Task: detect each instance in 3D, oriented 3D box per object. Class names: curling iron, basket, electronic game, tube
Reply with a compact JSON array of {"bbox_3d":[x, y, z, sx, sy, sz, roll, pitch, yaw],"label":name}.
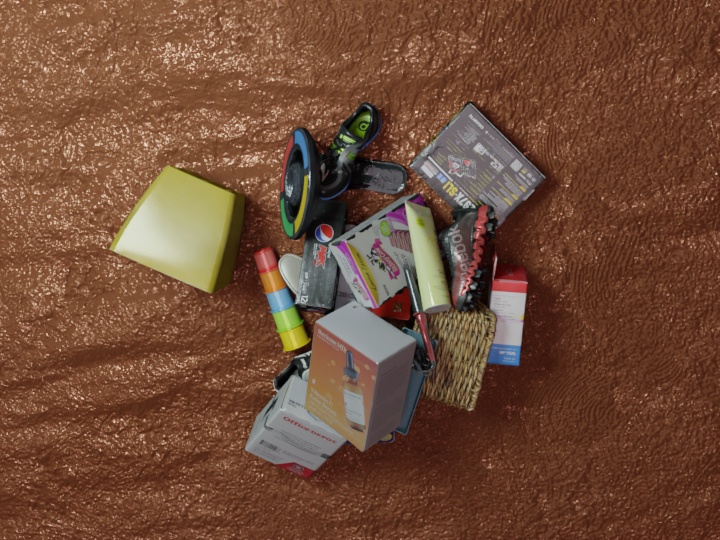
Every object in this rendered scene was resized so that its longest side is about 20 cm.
[{"bbox_3d":[0.097,0.086,1.546,0.049,0.026,0.202,-9,82,8],"label":"curling iron"},{"bbox_3d":[0.169,0.138,1.645,0.147,0.143,0.202,13,109,7],"label":"basket"},{"bbox_3d":[-0.114,-0.156,1.578,0.041,0.200,0.202,2,106,-19],"label":"electronic game"},{"bbox_3d":[0.119,-0.026,1.559,0.051,0.058,0.202,-8,70,-3],"label":"tube"}]

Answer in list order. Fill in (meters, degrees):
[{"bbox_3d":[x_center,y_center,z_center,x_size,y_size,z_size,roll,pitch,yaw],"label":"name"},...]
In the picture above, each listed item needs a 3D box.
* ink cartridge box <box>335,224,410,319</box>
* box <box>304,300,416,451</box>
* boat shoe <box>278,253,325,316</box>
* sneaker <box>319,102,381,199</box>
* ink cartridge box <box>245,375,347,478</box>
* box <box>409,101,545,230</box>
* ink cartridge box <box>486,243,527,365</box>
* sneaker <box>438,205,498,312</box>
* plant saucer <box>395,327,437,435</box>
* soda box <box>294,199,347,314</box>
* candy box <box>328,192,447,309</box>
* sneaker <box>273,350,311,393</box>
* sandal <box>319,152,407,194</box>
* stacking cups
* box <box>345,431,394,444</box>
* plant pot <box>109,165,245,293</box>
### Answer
[{"bbox_3d":[0.000,0.000,1.645,0.198,0.057,0.164,5,77,9],"label":"ink cartridge box"},{"bbox_3d":[-0.003,0.185,1.547,0.152,0.106,0.202,31,129,32],"label":"box"},{"bbox_3d":[-0.080,0.046,1.695,0.199,0.057,0.067,39,75,-1],"label":"boat shoe"},{"bbox_3d":[-0.031,-0.219,1.576,0.070,0.083,0.201,29,79,17],"label":"sneaker"},{"bbox_3d":[-0.116,0.304,1.692,0.143,0.084,0.200,27,139,-12],"label":"ink cartridge box"},{"bbox_3d":[0.215,-0.184,1.610,0.200,0.049,0.160,42,107,-6],"label":"box"},{"bbox_3d":[0.270,0.062,1.631,0.066,0.116,0.202,5,105,5],"label":"ink cartridge box"},{"bbox_3d":[0.182,-0.025,1.570,0.097,0.071,0.202,8,74,18],"label":"sneaker"},{"bbox_3d":[0.082,0.201,1.599,0.069,0.019,0.202,22,113,13],"label":"plant saucer"},{"bbox_3d":[-0.069,-0.025,1.599,0.070,0.063,0.202,7,77,3],"label":"soda box"},{"bbox_3d":[0.055,-0.036,1.596,0.199,0.061,0.137,-34,103,-32],"label":"candy box"},{"bbox_3d":[-0.084,0.185,1.703,0.200,0.088,0.076,-42,59,12],"label":"sneaker"},{"bbox_3d":[-0.012,-0.179,1.633,0.198,0.048,0.076,2,105,5],"label":"sandal"},{"bbox_3d":[-0.157,0.055,1.700,0.060,0.061,0.202,-18,102,10],"label":"stacking cups"},{"bbox_3d":[0.010,0.258,1.722,0.120,0.033,0.202,-2,123,-4],"label":"box"},{"bbox_3d":[-0.315,-0.086,1.622,0.198,0.200,0.178,23,95,-1],"label":"plant pot"}]
